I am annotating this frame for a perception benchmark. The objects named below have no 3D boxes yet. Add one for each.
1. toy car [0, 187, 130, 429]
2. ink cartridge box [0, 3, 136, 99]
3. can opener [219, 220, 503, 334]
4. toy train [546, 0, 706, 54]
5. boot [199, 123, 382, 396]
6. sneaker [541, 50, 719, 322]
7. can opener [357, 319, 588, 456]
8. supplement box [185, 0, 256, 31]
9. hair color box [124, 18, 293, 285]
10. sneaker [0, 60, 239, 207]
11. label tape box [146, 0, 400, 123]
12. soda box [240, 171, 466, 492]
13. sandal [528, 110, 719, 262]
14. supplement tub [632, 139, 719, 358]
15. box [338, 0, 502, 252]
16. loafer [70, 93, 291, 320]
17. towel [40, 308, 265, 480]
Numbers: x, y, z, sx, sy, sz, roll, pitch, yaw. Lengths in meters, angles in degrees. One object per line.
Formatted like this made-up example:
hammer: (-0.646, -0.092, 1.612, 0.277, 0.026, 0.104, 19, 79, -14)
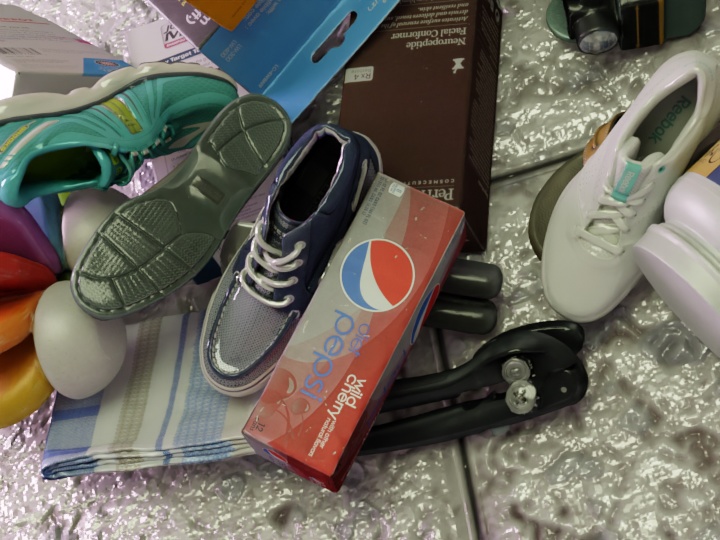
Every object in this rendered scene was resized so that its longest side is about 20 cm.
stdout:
toy car: (-0.257, 0.004, 1.759, 0.174, 0.150, 0.201, -13, 47, 27)
ink cartridge box: (-0.260, -0.144, 1.856, 0.200, 0.115, 0.068, 31, 114, 47)
can opener: (0.000, 0.000, 1.732, 0.199, 0.067, 0.054, 9, 109, 5)
toy train: (0.181, -0.245, 1.792, 0.113, 0.085, 0.201, -8, 58, 1)
boot: (-0.057, -0.009, 1.660, 0.073, 0.090, 0.201, 28, 92, 14)
sneaker: (0.175, -0.056, 1.642, 0.075, 0.088, 0.201, 28, 100, 7)
can opener: (0.061, 0.089, 1.682, 0.199, 0.079, 0.064, -21, 90, 15)
supplement box: (-0.158, -0.267, 1.743, 0.200, 0.126, 0.074, 42, 96, 31)
hair color box: (-0.103, -0.099, 1.829, 0.100, 0.061, 0.201, -19, 60, 8)
sneaker: (-0.172, -0.086, 1.732, 0.199, 0.078, 0.080, -17, 43, -19)
label tape box: (-0.077, -0.221, 1.796, 0.143, 0.066, 0.200, -48, 57, 5)
soda box: (-0.002, 0.041, 1.649, 0.070, 0.063, 0.201, 26, 78, 10)
sandal: (0.195, -0.079, 1.713, 0.200, 0.055, 0.082, -35, 58, 0)
supplement tub: (0.288, -0.038, 1.606, 0.200, 0.144, 0.144, -43, 58, -5)
box: (0.041, -0.113, 1.778, 0.100, 0.075, 0.201, -4, 65, 18)
loafer: (-0.122, -0.036, 1.725, 0.072, 0.063, 0.200, 43, 75, 4)
towel: (-0.125, 0.079, 1.745, 0.199, 0.024, 0.147, -10, 43, 16)
